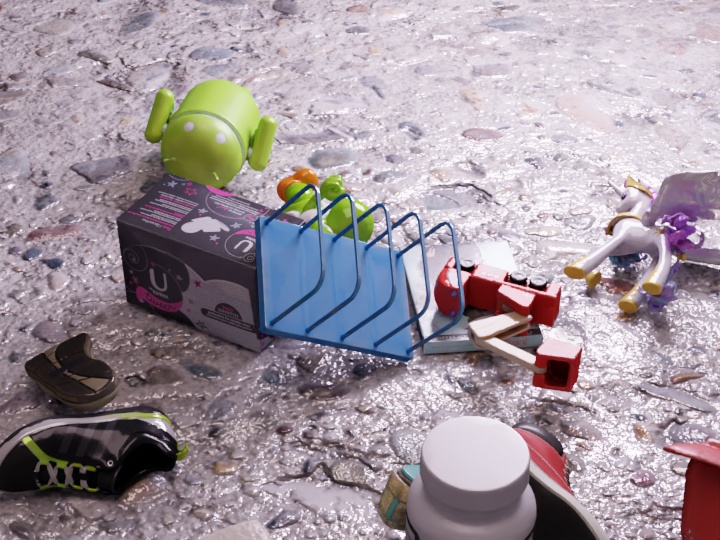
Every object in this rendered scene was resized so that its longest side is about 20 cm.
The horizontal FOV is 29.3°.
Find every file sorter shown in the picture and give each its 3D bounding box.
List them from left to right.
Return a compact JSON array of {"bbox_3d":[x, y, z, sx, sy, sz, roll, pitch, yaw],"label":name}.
[{"bbox_3d":[0.000,0.000,1.524,0.199,0.123,0.139,13,57,-32],"label":"file sorter"}]

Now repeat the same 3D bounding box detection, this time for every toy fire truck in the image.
[{"bbox_3d":[0.167,0.058,1.582,0.199,0.049,0.141,15,39,19],"label":"toy fire truck"}]

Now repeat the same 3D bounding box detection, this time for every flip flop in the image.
[{"bbox_3d":[-0.308,0.120,1.500,0.081,0.058,0.200,-29,25,-20],"label":"flip flop"}]

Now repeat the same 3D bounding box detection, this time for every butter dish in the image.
[{"bbox_3d":[0.372,0.247,1.279,0.199,0.149,0.200,14,-5,20],"label":"butter dish"}]

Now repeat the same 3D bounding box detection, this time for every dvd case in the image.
[{"bbox_3d":[0.131,0.030,1.681,0.145,0.022,0.200,-3,37,-6],"label":"dvd case"}]

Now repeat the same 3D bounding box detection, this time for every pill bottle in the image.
[{"bbox_3d":[0.097,0.237,1.224,0.115,0.201,0.116,1,35,-1],"label":"pill bottle"}]

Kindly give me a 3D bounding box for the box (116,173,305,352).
[{"bbox_3d":[-0.175,-0.008,1.632,0.199,0.133,0.115,20,41,24],"label":"box"}]

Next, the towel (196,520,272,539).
[{"bbox_3d":[-0.151,0.309,1.262,0.199,0.035,0.133,-17,40,-26],"label":"towel"}]

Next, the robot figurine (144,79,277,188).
[{"bbox_3d":[-0.206,-0.187,1.902,0.175,0.116,0.200,17,36,1],"label":"robot figurine"}]

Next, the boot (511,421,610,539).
[{"bbox_3d":[0.201,0.231,1.355,0.200,0.072,0.144,49,22,20],"label":"boot"}]

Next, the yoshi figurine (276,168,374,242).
[{"bbox_3d":[-0.039,-0.063,1.710,0.112,0.112,0.200,29,9,-22],"label":"yoshi figurine"}]

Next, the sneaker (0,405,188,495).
[{"bbox_3d":[-0.274,0.191,1.395,0.199,0.072,0.083,-14,39,-20],"label":"sneaker"}]

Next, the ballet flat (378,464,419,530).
[{"bbox_3d":[0.083,0.222,1.352,0.071,0.071,0.200,27,12,33],"label":"ballet flat"}]

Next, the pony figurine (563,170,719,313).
[{"bbox_3d":[0.368,-0.041,1.699,0.192,0.167,0.200,12,51,29],"label":"pony figurine"}]
